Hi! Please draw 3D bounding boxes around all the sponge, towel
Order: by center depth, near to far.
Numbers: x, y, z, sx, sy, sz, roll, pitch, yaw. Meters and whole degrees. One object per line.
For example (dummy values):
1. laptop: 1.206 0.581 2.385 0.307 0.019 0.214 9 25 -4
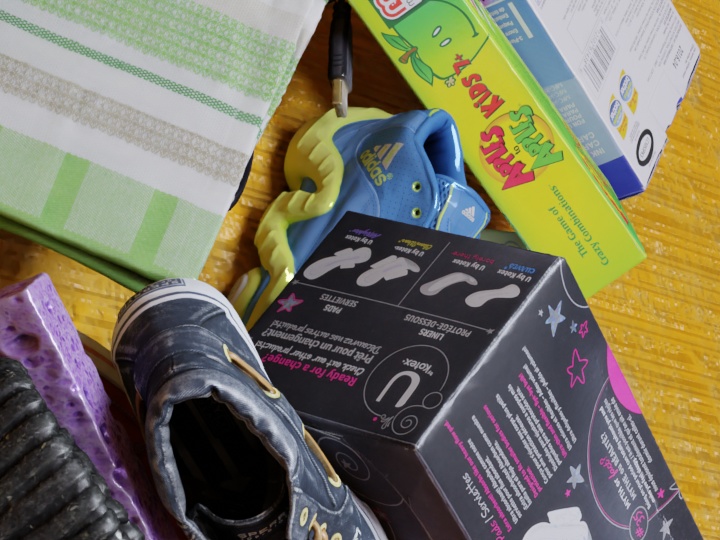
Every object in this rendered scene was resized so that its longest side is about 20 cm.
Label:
1. sponge: -0.127 0.111 1.064 0.201 0.111 0.030 65 15 -12
2. towel: -0.108 -0.085 1.185 0.148 0.031 0.201 23 52 -1

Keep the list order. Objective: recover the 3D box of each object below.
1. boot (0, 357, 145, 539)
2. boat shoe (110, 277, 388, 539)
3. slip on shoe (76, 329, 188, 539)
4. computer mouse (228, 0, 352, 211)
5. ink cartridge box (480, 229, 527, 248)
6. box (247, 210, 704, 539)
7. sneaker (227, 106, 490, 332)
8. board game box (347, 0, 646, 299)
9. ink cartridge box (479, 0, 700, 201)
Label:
1. boot: -0.135 0.154 0.997 0.157 0.079 0.212 -30 105 -11
2. boat shoe: -0.038 0.103 1.092 0.201 0.071 0.091 59 5 -28
3. slip on shoe: -0.112 0.085 1.133 0.200 0.074 0.061 54 43 -33
4. computer mouse: -0.063 -0.088 1.280 0.140 0.046 0.201 28 45 -34
5. ink cartridge box: 0.079 0.055 1.416 0.199 0.048 0.146 3 74 -50
6. box: 0.045 0.091 1.213 0.115 0.132 0.200 -50 131 -27
7. sneaker: 0.000 0.000 1.281 0.076 0.105 0.201 38 49 -39
8. board game box: 0.062 -0.086 1.378 0.200 0.048 0.102 52 9 -21
9. ink cartridge box: 0.109 -0.122 1.495 0.200 0.076 0.137 54 39 -23
